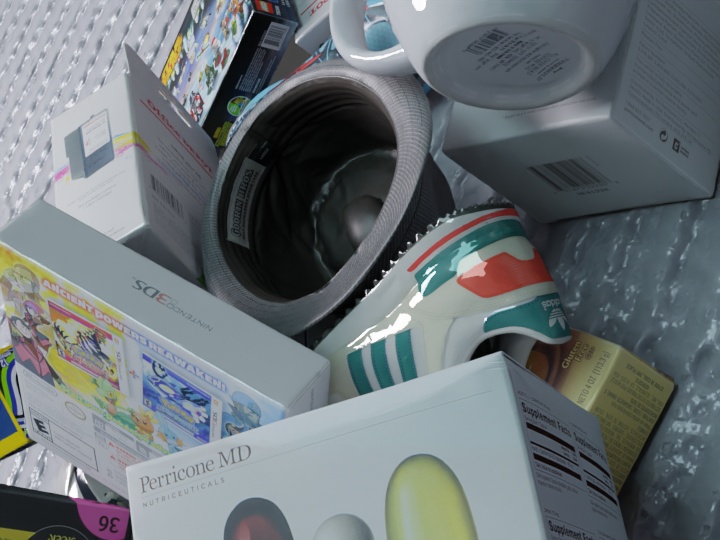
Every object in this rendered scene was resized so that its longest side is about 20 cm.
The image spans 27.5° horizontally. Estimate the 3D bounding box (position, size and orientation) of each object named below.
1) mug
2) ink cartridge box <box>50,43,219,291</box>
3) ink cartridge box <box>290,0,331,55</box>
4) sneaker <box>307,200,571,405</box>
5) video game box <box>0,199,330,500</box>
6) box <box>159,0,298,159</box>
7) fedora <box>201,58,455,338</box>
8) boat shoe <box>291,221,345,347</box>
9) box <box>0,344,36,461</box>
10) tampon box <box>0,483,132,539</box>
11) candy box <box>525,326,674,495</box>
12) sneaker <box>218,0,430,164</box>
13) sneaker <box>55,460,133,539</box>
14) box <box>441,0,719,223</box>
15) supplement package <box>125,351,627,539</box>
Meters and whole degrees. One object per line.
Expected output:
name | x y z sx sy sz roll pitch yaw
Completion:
mug | 0.058 -0.172 0.767 0.200 0.148 0.176 -20 59 42
ink cartridge box | -0.139 -0.044 0.952 0.067 0.117 0.200 -30 41 13
ink cartridge box | 0.008 -0.223 1.088 0.116 0.068 0.200 -37 42 28
sneaker | 0.033 0.056 0.764 0.200 0.070 0.093 -49 61 37
video game box | -0.111 0.074 0.826 0.200 0.182 0.047 28 54 20
box | -0.114 -0.155 1.151 0.200 0.040 0.137 -61 30 34
fedora | -0.005 -0.030 0.850 0.177 0.090 0.200 -58 37 2
boat shoe | -0.003 -0.001 0.939 0.086 0.075 0.202 -30 48 34
box | -0.196 0.070 1.018 0.070 0.200 0.064 -29 89 34
tampon box | -0.258 0.192 0.918 0.200 0.150 0.127 -6 72 55
candy box | 0.068 0.121 0.783 0.115 0.055 0.200 23 84 54
sneaker | -0.024 -0.109 1.017 0.200 0.079 0.096 -36 12 40
sneaker | -0.148 0.188 0.969 0.129 0.079 0.199 -4 62 46
box | 0.143 -0.142 0.850 0.124 0.097 0.200 -7 60 47
supplement package | 0.022 0.169 0.651 0.191 0.147 0.200 -19 66 19
